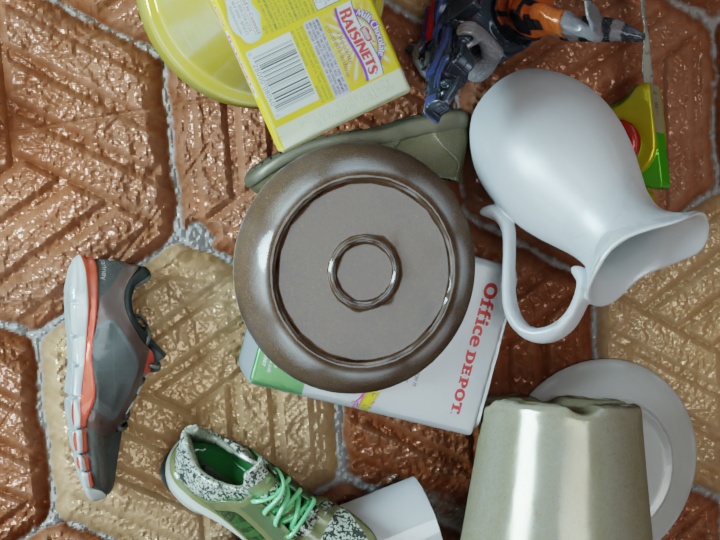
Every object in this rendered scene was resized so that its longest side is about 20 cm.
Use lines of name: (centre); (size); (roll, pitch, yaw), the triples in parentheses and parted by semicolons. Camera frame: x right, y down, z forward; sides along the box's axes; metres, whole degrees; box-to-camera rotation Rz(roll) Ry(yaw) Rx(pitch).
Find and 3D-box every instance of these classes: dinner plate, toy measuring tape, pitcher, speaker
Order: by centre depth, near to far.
pitcher: (0.155, -0.054, 1.022); (0.171, 0.201, 0.121); (-38, 148, 5)
speaker: (-0.029, 0.248, 1.080); (0.198, 0.081, 0.082); (-20, 101, -10)
toy measuring tape: (0.226, -0.148, 1.102); (0.073, 0.074, 0.202); (-6, 89, -13)
dinner plate: (0.224, 0.182, 1.163); (0.198, 0.024, 0.202); (-2, 98, -12)

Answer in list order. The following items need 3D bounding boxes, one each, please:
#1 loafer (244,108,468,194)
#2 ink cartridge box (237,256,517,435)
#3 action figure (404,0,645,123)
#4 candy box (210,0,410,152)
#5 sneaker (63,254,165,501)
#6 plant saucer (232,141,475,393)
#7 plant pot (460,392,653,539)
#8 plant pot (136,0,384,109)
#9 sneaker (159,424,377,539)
loafer: (0.003, -0.084, 1.046); (0.198, 0.076, 0.068); (-15, 94, -11)
ink cartridge box: (0.013, 0.040, 1.060); (0.198, 0.084, 0.146); (15, 93, -14)
action figure: (0.118, -0.182, 1.013); (0.105, 0.192, 0.201); (43, 51, -37)
candy box: (-0.051, -0.192, 0.849); (0.102, 0.026, 0.201); (-26, 103, -12)
sneaker: (-0.196, 0.088, 1.023); (0.081, 0.077, 0.202); (-1, 98, -20)
plant saucer: (0.000, 0.000, 0.993); (0.198, 0.032, 0.202); (-1, 95, -13)
plant pot: (0.165, 0.200, 1.057); (0.199, 0.200, 0.185); (3, 88, -14)
plant pot: (-0.066, -0.224, 0.953); (0.199, 0.189, 0.203); (-2, 97, -14)
sneaker: (-0.076, 0.186, 1.017); (0.199, 0.089, 0.077); (26, 63, 9)
